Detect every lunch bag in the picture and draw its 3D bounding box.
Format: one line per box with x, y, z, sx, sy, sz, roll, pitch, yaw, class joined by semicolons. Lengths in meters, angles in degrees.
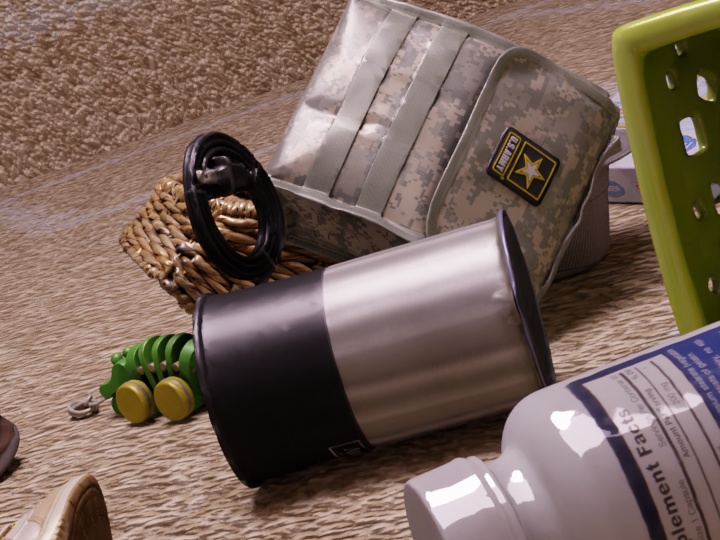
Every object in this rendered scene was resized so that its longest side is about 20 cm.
0.058;-0.071;1.206;0.199;0.164;0.118;21;-17;15;lunch bag

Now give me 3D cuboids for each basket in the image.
-0.084;-0.030;1.357;0.149;0.143;0.200;-48;14;-2;basket

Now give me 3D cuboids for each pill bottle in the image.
0.123;0.085;0.708;0.199;0.111;0.111;-20;12;-10;pill bottle

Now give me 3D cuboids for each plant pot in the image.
0.279;-0.072;1.010;0.198;0.201;0.181;-10;8;35;plant pot

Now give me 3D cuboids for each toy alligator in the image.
-0.154;0.074;1.312;0.199;0.054;0.059;-7;15;43;toy alligator

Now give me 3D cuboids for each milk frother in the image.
0.000;0.000;1.070;0.187;0.201;0.181;-16;9;9;milk frother

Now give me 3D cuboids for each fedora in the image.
0.114;-0.040;1.341;0.199;0.091;0.177;-5;17;23;fedora

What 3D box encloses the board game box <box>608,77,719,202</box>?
0.275;-0.136;1.496;0.200;0.041;0.200;-46;20;-16;board game box

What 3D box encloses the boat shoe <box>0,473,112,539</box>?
-0.170;0.158;0.905;0.069;0.074;0.200;-10;13;7;boat shoe

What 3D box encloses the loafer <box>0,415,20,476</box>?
-0.313;0.133;1.238;0.073;0.071;0.200;-8;15;38;loafer
